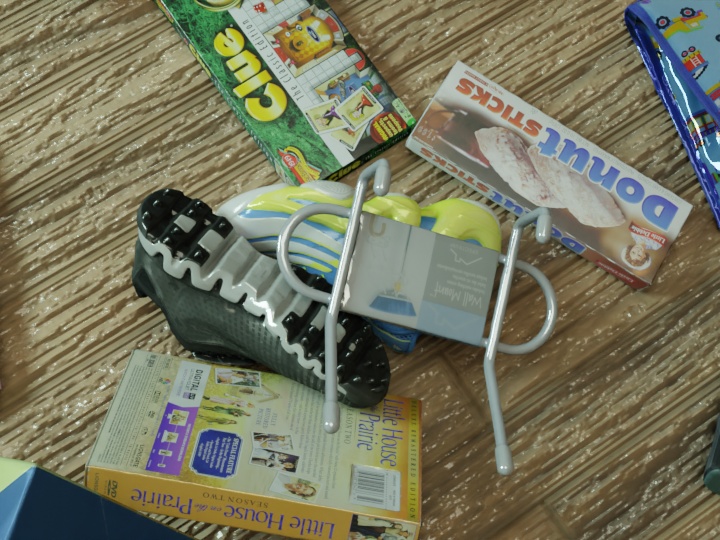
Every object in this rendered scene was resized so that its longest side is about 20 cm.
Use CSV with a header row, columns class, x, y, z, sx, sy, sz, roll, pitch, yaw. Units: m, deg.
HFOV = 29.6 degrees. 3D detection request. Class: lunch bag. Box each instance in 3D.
class,x,y,z,sx,sy,sz,roll,pitch,yaw
lunch bag,0.296,-0.152,0.998,0.150,0.094,0.201,-19,66,-8

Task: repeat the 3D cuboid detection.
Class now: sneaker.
class,x,y,z,sx,sy,sz,roll,pitch,yaw
sneaker,-0.071,0.033,0.901,0.200,0.091,0.067,35,45,2
sneaker,0.000,0.000,0.920,0.199,0.076,0.106,1,73,-6

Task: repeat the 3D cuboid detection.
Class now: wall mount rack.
class,x,y,z,sx,sy,sz,roll,pitch,yaw
wall mount rack,0.043,0.030,0.857,0.199,0.075,0.175,15,79,-16

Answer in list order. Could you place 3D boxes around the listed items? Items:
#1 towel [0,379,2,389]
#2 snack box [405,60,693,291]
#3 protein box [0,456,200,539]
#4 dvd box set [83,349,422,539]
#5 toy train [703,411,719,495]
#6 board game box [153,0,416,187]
class,x,y,z,sx,sy,sz,roll,pitch,yaw
towel,-0.319,0.007,0.915,0.143,0.023,0.201,-7,73,-7
snack box,0.135,-0.068,0.975,0.200,0.024,0.072,32,72,1
protein box,-0.188,0.221,0.746,0.134,0.200,0.199,3,67,35
dvd box set,-0.060,0.111,0.855,0.199,0.146,0.030,10,115,-3
toy train,0.308,0.083,0.923,0.114,0.085,0.201,18,71,11
board game box,-0.058,-0.156,0.992,0.105,0.023,0.200,-34,78,-12
